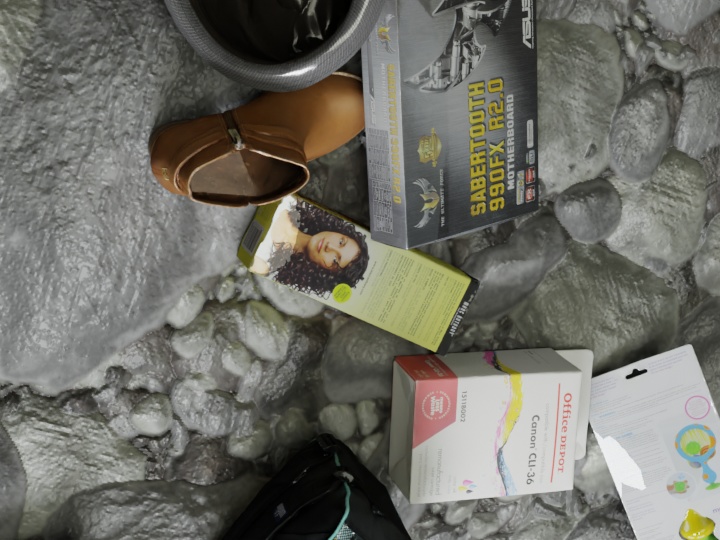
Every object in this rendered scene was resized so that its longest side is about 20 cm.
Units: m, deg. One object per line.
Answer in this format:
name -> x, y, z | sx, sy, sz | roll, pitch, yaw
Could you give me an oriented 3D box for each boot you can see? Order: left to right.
boot -> -0.060, -0.094, 0.969 | 0.198, 0.155, 0.074 | -20, 110, -13

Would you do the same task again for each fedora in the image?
fedora -> -0.060, -0.234, 0.950 | 0.175, 0.090, 0.202 | -20, 91, 11

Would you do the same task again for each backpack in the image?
backpack -> -0.047, 0.264, 1.065 | 0.200, 0.176, 0.154 | -42, 110, 0

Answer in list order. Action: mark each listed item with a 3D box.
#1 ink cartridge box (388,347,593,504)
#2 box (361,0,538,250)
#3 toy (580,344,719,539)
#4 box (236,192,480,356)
ink cartridge box -> 0.130, 0.137, 1.147 | 0.198, 0.067, 0.118 | -3, 105, -17
box -> 0.076, -0.133, 1.037 | 0.157, 0.048, 0.202 | -16, 110, -38
toy -> 0.295, 0.175, 1.221 | 0.114, 0.047, 0.202 | -21, 96, 14
box -> 0.000, 0.000, 1.075 | 0.199, 0.050, 0.076 | 23, 96, -24
